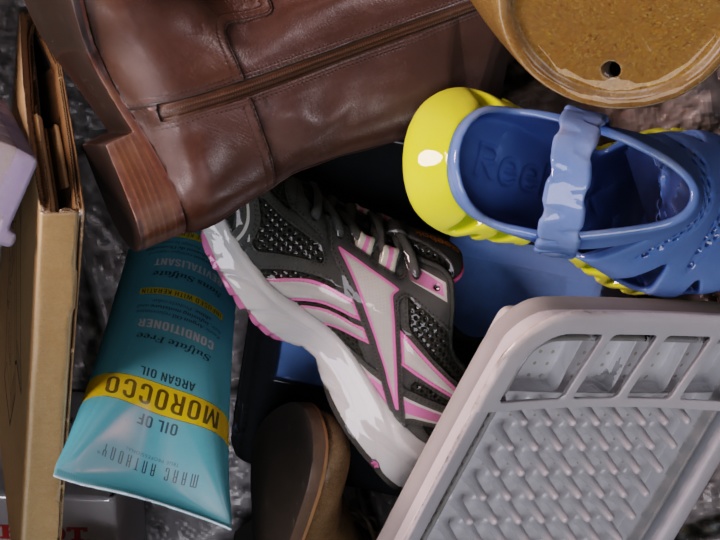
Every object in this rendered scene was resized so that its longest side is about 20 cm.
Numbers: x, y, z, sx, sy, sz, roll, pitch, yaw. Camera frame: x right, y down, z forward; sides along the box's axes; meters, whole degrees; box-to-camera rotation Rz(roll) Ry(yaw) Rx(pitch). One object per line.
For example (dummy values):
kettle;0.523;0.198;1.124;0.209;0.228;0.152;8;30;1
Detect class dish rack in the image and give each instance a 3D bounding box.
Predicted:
dish rack;0.088;0.087;1.285;0.171;0.044;0.201;1;126;-39

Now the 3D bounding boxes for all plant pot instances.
plant pot;0.100;-0.152;1.100;0.185;0.200;0.187;2;124;4

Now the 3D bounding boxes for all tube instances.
tube;-0.086;0.041;1.238;0.077;0.200;0.051;14;124;-7

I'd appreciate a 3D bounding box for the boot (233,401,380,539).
boot;-0.017;0.124;1.352;0.075;0.074;0.200;1;147;-9

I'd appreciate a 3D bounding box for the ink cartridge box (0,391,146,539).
ink cartridge box;-0.181;0.164;1.395;0.145;0.086;0.201;2;124;4

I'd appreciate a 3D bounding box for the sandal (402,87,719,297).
sandal;0.118;-0.029;1.210;0.199;0.087;0.080;6;91;-34

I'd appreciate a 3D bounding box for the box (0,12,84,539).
box;-0.144;0.012;1.247;0.021;0.164;0.201;-1;124;-12

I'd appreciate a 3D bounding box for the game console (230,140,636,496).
game console;0.036;0.025;1.320;0.176;0.031;0.201;9;123;-2

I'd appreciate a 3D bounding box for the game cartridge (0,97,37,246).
game cartridge;-0.191;0.025;1.191;0.038;0.130;0.201;22;99;-14

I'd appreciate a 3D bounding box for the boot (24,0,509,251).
boot;-0.036;-0.125;1.181;0.199;0.064;0.187;-24;110;-19

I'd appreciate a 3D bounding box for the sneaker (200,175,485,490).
sneaker;0.000;0.000;1.264;0.086;0.081;0.200;-31;120;14
